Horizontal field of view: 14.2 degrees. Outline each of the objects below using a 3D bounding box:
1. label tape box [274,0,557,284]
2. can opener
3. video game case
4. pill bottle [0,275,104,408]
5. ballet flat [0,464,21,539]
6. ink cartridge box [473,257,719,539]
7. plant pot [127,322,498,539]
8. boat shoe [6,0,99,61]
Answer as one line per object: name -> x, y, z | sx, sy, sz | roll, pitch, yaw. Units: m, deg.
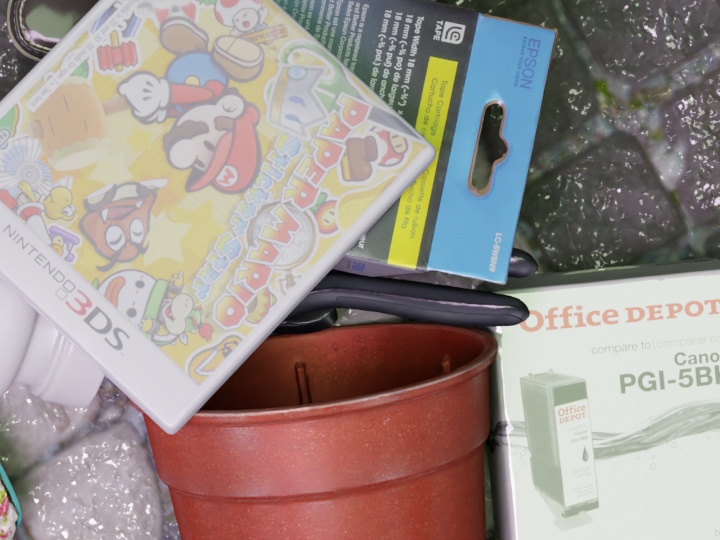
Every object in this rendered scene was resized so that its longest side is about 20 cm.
label tape box -> -0.010, -0.075, 1.527 | 0.200, 0.063, 0.144 | 12, 80, 0
can opener -> 0.000, 0.000, 1.576 | 0.200, 0.079, 0.063 | -1, 81, 21
video game case -> -0.094, -0.049, 1.475 | 0.182, 0.023, 0.200 | 42, 81, 6
pill bottle -> -0.230, 0.008, 1.520 | 0.200, 0.112, 0.112 | 15, 91, -16
ballet flat -> -0.262, 0.073, 1.589 | 0.064, 0.076, 0.200 | -28, 85, -38
ink cartridge box -> 0.146, 0.099, 1.612 | 0.147, 0.083, 0.200 | -6, 92, -3
plant pot -> -0.013, 0.145, 1.558 | 0.201, 0.201, 0.195 | -8, 100, -3
boat shoe -> -0.097, -0.151, 1.599 | 0.200, 0.065, 0.073 | -8, 93, -3
